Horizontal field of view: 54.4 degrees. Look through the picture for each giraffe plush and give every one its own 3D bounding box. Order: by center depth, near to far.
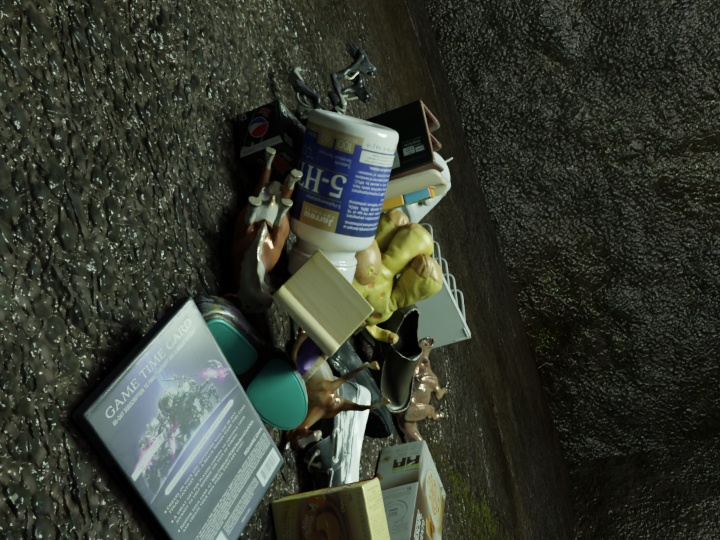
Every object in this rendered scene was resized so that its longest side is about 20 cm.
[{"bbox_3d":[0.000,0.000,1.022,0.161,0.203,0.172,22,15,-49],"label":"giraffe plush"}]

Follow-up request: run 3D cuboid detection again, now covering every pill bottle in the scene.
[{"bbox_3d":[-0.030,-0.089,0.890,0.119,0.117,0.206,-30,135,-70],"label":"pill bottle"}]

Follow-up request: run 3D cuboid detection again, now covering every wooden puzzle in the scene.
[{"bbox_3d":[0.052,-0.114,1.140,0.200,0.180,0.038,-6,81,-79],"label":"wooden puzzle"}]

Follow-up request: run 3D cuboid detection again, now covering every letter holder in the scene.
[{"bbox_3d":[0.037,-0.182,1.160,0.142,0.195,0.104,12,64,-69],"label":"letter holder"}]

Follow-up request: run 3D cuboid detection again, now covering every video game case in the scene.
[{"bbox_3d":[-0.145,0.149,0.611,0.144,0.019,0.204,-55,129,-46],"label":"video game case"}]

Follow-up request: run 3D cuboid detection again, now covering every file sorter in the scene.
[{"bbox_3d":[0.105,0.033,1.296,0.127,0.135,0.202,-89,156,-45],"label":"file sorter"}]

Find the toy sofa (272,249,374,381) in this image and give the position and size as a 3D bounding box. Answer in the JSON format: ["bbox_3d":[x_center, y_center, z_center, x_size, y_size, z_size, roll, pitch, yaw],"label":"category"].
[{"bbox_3d":[-0.054,0.046,0.758,0.083,0.097,0.200,47,-5,-2],"label":"toy sofa"}]

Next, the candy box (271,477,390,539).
[{"bbox_3d":[-0.020,0.336,0.741,0.055,0.113,0.206,13,63,-67],"label":"candy box"}]

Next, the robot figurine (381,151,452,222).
[{"bbox_3d":[0.100,-0.161,1.378,0.200,0.167,0.115,-44,128,-24],"label":"robot figurine"}]

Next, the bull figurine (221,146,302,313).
[{"bbox_3d":[-0.111,-0.046,0.803,0.203,0.063,0.123,-93,-158,-52],"label":"bull figurine"}]

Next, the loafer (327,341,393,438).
[{"bbox_3d":[-0.005,0.162,0.985,0.202,0.066,0.071,57,35,-35],"label":"loafer"}]

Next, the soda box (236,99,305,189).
[{"bbox_3d":[-0.091,-0.148,0.961,0.200,0.069,0.065,38,39,-61],"label":"soda box"}]

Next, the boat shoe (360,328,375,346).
[{"bbox_3d":[0.055,0.106,1.207,0.200,0.066,0.074,50,31,-56],"label":"boat shoe"}]

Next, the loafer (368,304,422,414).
[{"bbox_3d":[0.058,0.137,1.101,0.071,0.071,0.206,25,-60,58],"label":"loafer"}]

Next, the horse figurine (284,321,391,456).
[{"bbox_3d":[-0.041,0.117,0.866,0.050,0.130,0.204,53,16,-51],"label":"horse figurine"}]

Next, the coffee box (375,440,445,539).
[{"bbox_3d":[0.067,0.365,1.023,0.201,0.078,0.117,-67,138,-61],"label":"coffee box"}]

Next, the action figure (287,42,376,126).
[{"bbox_3d":[-0.063,-0.250,1.076,0.201,0.101,0.120,-50,165,-23],"label":"action figure"}]

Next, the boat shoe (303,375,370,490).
[{"bbox_3d":[-0.038,0.226,0.855,0.067,0.071,0.205,25,58,-21],"label":"boat shoe"}]

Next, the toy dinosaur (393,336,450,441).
[{"bbox_3d":[0.089,0.214,1.207,0.134,0.084,0.207,15,81,-56],"label":"toy dinosaur"}]

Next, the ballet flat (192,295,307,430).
[{"bbox_3d":[-0.117,0.090,0.726,0.202,0.070,0.073,56,26,-43],"label":"ballet flat"}]
